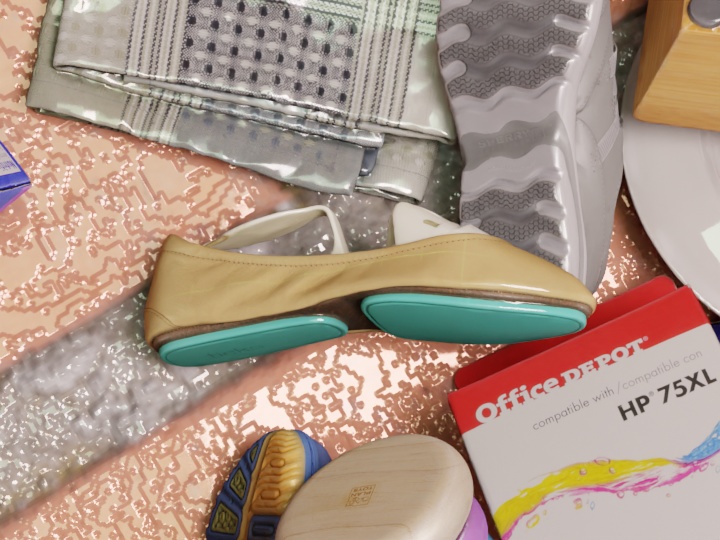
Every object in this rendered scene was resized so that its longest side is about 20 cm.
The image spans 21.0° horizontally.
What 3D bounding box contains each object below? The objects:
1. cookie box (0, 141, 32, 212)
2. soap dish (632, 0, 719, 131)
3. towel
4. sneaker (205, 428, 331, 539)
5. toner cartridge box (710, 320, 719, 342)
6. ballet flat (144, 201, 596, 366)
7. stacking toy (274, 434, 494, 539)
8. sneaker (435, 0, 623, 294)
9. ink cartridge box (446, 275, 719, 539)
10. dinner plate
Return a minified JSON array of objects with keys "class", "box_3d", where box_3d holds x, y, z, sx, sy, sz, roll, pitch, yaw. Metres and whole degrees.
[{"class":"cookie box","box_3d":[-0.261,-0.059,0.783,0.171,0.075,0.200,-37,92,11]},{"class":"soap dish","box_3d":[0.211,-0.154,0.856,0.156,0.081,0.201,8,70,8]},{"class":"towel","box_3d":[-0.037,-0.141,0.871,0.191,0.035,0.202,13,84,-9]},{"class":"sneaker","box_3d":[-0.021,0.170,0.842,0.088,0.075,0.202,6,86,-26]},{"class":"toner cartridge box","box_3d":[0.214,0.121,0.889,0.094,0.043,0.202,-2,86,-11]},{"class":"ballet flat","box_3d":[0.000,0.000,0.824,0.198,0.069,0.064,-5,71,15]},{"class":"stacking toy","box_3d":[0.041,0.168,0.811,0.085,0.085,0.201,-32,117,-10]},{"class":"sneaker","box_3d":[0.080,-0.075,0.866,0.074,0.082,0.202,6,96,27]},{"class":"ink cartridge box","box_3d":[0.112,0.090,0.805,0.116,0.067,0.201,-25,58,5]},{"class":"dinner plate","box_3d":[0.217,-0.057,0.890,0.198,0.024,0.202,2,72,-7]}]
